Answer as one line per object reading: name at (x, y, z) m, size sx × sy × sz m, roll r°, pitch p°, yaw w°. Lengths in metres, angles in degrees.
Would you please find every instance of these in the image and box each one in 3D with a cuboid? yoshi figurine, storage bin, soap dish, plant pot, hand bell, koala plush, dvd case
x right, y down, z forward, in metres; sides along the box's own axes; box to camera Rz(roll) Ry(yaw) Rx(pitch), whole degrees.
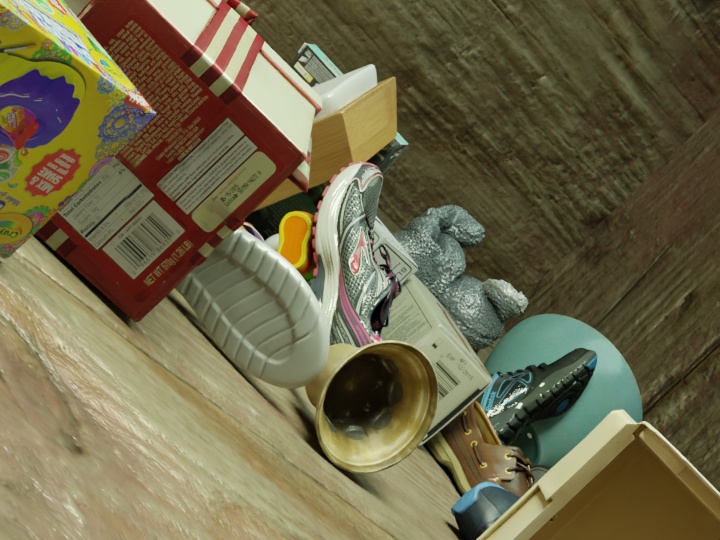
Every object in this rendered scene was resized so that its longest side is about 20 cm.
yoshi figurine at (-0.060, -0.019, 1.610) m, size 0.112 × 0.112 × 0.200 m, roll 41°, pitch 0°, yaw 19°
storage bin at (0.137, 0.209, 0.879) m, size 0.199 × 0.200 × 0.094 m, roll 46°, pitch 4°, yaw -6°
soap dish at (-0.069, -0.115, 1.627) m, size 0.081 × 0.200 × 0.157 m, roll 65°, pitch 24°, yaw -9°
plant pot at (0.206, 0.169, 2.006) m, size 0.200 × 0.200 × 0.135 m, roll 47°, pitch 44°, yaw 11°
hand bell at (-0.036, 0.070, 1.345) m, size 0.104 × 0.104 × 0.200 m, roll 42°, pitch -6°, yaw -35°
koala plush at (0.118, 0.034, 2.371) m, size 0.200 × 0.177 × 0.184 m, roll 48°, pitch 17°, yaw 13°
dvd case at (-0.063, -0.104, 1.721) m, size 0.146 × 0.200 × 0.022 m, roll 47°, pitch 22°, yaw 16°

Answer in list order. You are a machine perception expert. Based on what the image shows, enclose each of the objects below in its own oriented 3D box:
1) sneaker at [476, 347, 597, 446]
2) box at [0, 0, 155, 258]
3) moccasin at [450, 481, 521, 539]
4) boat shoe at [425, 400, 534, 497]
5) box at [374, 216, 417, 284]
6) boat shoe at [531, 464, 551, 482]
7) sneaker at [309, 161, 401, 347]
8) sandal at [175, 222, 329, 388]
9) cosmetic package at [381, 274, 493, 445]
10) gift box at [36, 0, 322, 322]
sneaker at (0.174, 0.131, 1.892) m, size 0.082 × 0.200 × 0.073 m, roll 43°, pitch -30°, yaw 30°
box at (-0.243, -0.133, 0.900) m, size 0.193 × 0.122 × 0.200 m, roll 50°, pitch 6°, yaw 24°
moccasin at (0.151, 0.246, 1.503) m, size 0.200 × 0.080 × 0.068 m, roll 22°, pitch 26°, yaw -43°
boat shoe at (0.131, 0.197, 1.666) m, size 0.072 × 0.068 × 0.200 m, roll 41°, pitch 7°, yaw -44°
box at (-0.035, -0.026, 1.796) m, size 0.060 × 0.117 × 0.200 m, roll 42°, pitch 7°, yaw -38°
boat shoe at (0.239, 0.284, 1.837) m, size 0.201 × 0.074 × 0.063 m, roll 53°, pitch -1°, yaw 22°
sneaker at (0.000, 0.000, 1.507) m, size 0.081 × 0.075 × 0.200 m, roll 55°, pitch 37°, yaw -61°
sandal at (-0.096, -0.002, 1.256) m, size 0.203 × 0.082 × 0.050 m, roll 45°, pitch 18°, yaw 1°
cosmetic package at (0.049, 0.080, 1.730) m, size 0.087 × 0.103 × 0.200 m, roll 46°, pitch 6°, yaw -20°
gift box at (-0.134, -0.084, 1.138) m, size 0.200 × 0.184 × 0.187 m, roll 49°, pitch 13°, yaw -14°
